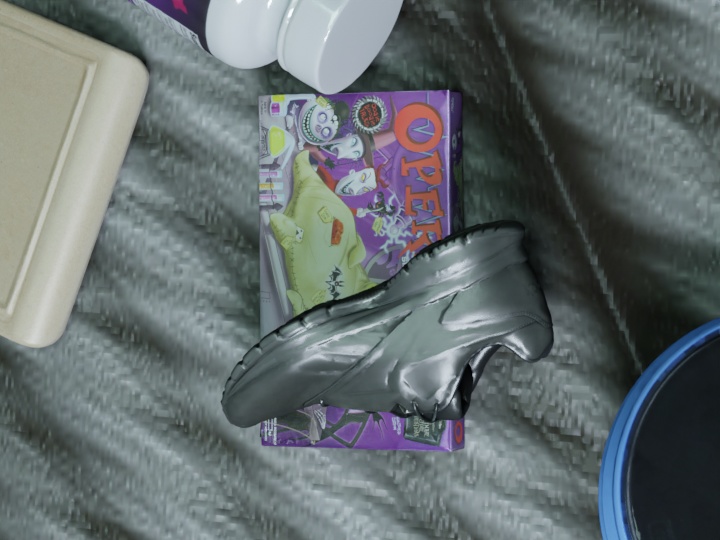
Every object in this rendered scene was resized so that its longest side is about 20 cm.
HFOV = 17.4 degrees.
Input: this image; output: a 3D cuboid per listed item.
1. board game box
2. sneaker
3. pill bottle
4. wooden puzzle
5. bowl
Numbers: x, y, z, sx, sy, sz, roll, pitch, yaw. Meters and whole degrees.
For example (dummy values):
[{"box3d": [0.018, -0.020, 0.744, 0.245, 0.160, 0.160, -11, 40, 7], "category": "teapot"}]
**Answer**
[{"box3d": [0.000, 0.000, 1.330, 0.119, 0.032, 0.202, -1, 91, 18], "category": "board game box"}, {"box3d": [0.014, 0.049, 1.275, 0.199, 0.076, 0.091, -27, 89, 22], "category": "sneaker"}, {"box3d": [-0.077, -0.183, 1.311, 0.199, 0.111, 0.112, 33, 103, 18], "category": "pill bottle"}, {"box3d": [-0.239, -0.074, 1.425, 0.199, 0.037, 0.186, 23, 99, 16], "category": "wooden puzzle"}, {"box3d": [0.220, 0.115, 1.192, 0.199, 0.039, 0.203, -1, 77, 3], "category": "bowl"}]
